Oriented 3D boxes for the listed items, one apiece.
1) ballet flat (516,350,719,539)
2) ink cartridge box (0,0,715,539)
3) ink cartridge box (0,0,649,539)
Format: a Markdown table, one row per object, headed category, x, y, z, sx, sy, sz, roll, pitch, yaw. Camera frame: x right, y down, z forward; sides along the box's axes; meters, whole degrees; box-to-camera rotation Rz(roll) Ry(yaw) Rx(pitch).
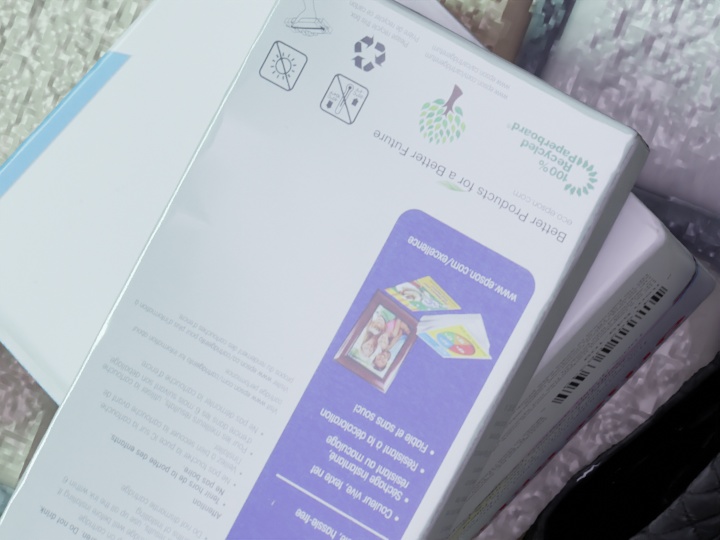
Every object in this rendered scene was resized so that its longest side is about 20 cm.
| category | x | y | z | sx | sy | sz | roll | pitch | yaw |
| --- | --- | --- | --- | --- | --- | --- | --- | --- | --- |
| ballet flat | 0.096 | 0.051 | 0.793 | 0.057 | 0.067 | 0.200 | 30 | 127 | -20 |
| ink cartridge box | 0.000 | 0.000 | 0.774 | 0.146 | 0.200 | 0.147 | 45 | 95 | 11 |
| ink cartridge box | -0.017 | 0.033 | 0.653 | 0.099 | 0.039 | 0.201 | 30 | 91 | 12 |
